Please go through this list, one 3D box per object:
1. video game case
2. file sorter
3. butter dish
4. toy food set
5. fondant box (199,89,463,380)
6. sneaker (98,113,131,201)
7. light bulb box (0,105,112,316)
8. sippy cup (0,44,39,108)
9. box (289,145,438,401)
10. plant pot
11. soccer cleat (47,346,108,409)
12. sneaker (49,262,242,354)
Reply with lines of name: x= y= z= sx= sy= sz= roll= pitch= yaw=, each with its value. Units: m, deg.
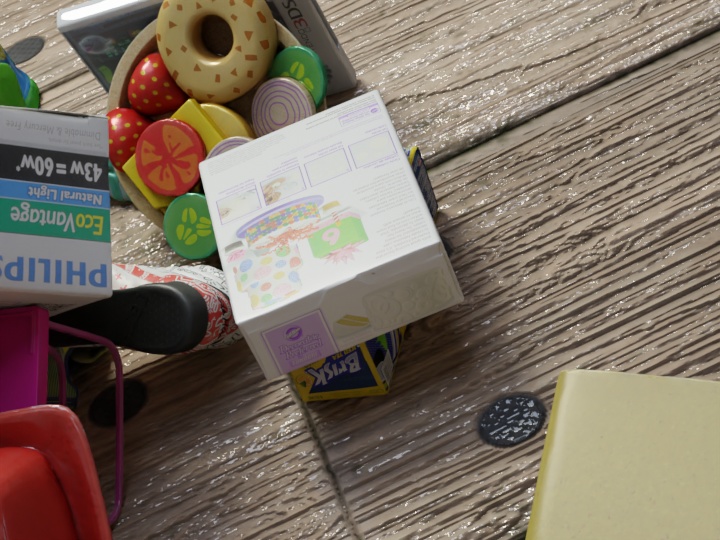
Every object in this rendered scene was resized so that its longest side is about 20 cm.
video game case: x=-0.124 y=-0.182 z=1.477 sx=0.198 sy=0.182 sz=0.024 roll=-14 pitch=57 yaw=13
file sorter: x=-0.274 y=0.114 z=1.214 sx=0.198 sy=0.125 sz=0.140 roll=-6 pitch=75 yaw=21
butter dish: x=-0.253 y=0.197 z=1.045 sx=0.198 sy=0.202 sz=0.148 roll=-13 pitch=0 yaw=16
toy food set: x=-0.113 y=-0.115 z=1.396 sx=0.200 sy=0.198 sz=0.049 roll=-43 pitch=-8 yaw=18
fondant box: x=-0.025 y=-0.029 z=1.226 sx=0.143 sy=0.058 sz=0.201 roll=-22 pitch=36 yaw=2
sneaker: x=-0.155 y=-0.103 z=1.507 sx=0.199 sy=0.075 sz=0.087 roll=4 pitch=20 yaw=32
light bulb box: x=-0.294 y=-0.032 z=1.175 sx=0.199 sy=0.197 sz=0.126 roll=-16 pitch=73 yaw=52
sippy cup: x=-0.389 y=-0.186 z=1.669 sx=0.176 sy=0.131 sz=0.140 roll=-11 pitch=39 yaw=17
box: x=0.000 y=0.000 z=1.278 sx=0.070 sy=0.065 sz=0.201 roll=-6 pitch=40 yaw=22
plant pot: x=0.183 y=0.189 z=0.851 sx=0.194 sy=0.195 sz=0.201 roll=2 pitch=53 yaw=31
soccer cleat: x=-0.228 y=0.039 z=1.377 sx=0.083 sy=0.065 sz=0.201 roll=13 pitch=38 yaw=-1
sneaker: x=-0.178 y=0.024 z=1.313 sx=0.200 sy=0.068 sz=0.108 roll=8 pitch=6 yaw=28
